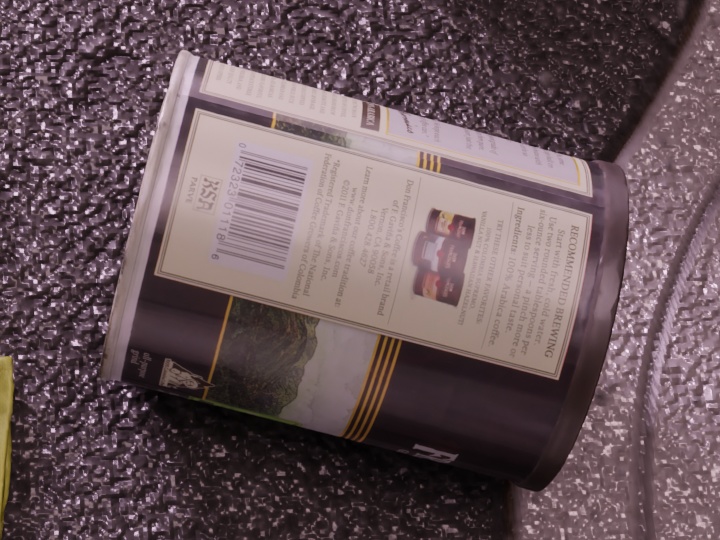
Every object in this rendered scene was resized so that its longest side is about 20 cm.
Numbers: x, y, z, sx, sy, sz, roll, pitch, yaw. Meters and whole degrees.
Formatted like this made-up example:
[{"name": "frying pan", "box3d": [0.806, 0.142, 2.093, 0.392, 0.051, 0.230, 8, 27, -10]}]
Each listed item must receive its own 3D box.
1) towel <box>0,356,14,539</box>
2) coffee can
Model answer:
[{"name": "towel", "box3d": [-0.249, 0.072, 0.809, 0.198, 0.018, 0.087, 3, 63, -11]}, {"name": "coffee can", "box3d": [0.000, 0.000, 0.826, 0.198, 0.147, 0.148, 15, 62, -5]}]
